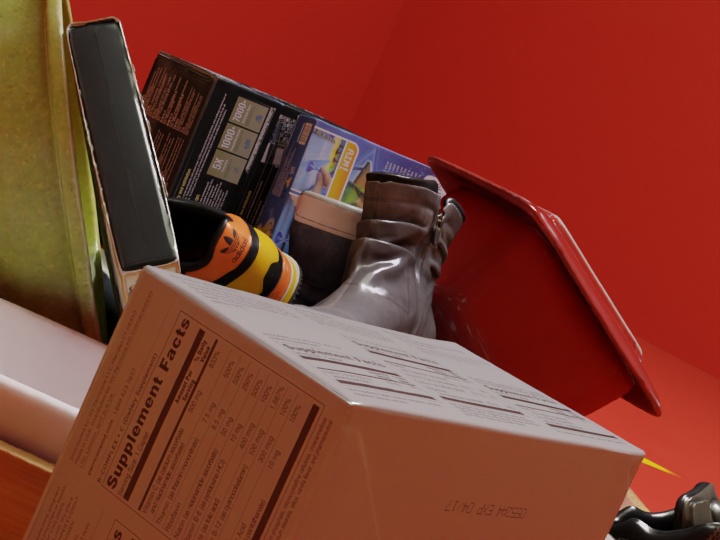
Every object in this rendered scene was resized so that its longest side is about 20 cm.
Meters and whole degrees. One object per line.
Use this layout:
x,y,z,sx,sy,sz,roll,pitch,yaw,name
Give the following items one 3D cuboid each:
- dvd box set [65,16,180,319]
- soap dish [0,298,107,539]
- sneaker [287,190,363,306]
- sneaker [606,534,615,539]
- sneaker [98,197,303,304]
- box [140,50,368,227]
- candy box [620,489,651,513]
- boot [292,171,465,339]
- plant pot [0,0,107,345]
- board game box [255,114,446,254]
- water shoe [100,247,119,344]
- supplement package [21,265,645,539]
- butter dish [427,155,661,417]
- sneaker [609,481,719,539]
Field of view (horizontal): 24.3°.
-0.113,-0.009,0.844,0.029,0.200,0.147,-12,59,-10,dvd box set
-0.170,0.064,0.723,0.200,0.081,0.157,25,6,1,soap dish
-0.030,0.023,1.154,0.077,0.146,0.202,17,3,6,sneaker
0.059,0.161,0.864,0.200,0.078,0.090,19,18,-9,sneaker
-0.133,-0.021,1.033,0.200,0.070,0.090,11,-25,35,sneaker
-0.111,-0.044,1.294,0.164,0.200,0.086,17,8,-43,box
0.066,0.128,0.994,0.200,0.057,0.117,10,24,-28,candy box
0.000,0.000,1.011,0.070,0.132,0.200,10,-3,21,boot
-0.234,-0.047,0.865,0.184,0.201,0.200,-6,11,-7,plant pot
-0.020,-0.001,1.273,0.135,0.200,0.034,21,1,-29,board game box
-0.133,0.060,0.963,0.200,0.072,0.079,36,30,19,water shoe
-0.012,0.104,0.627,0.111,0.156,0.200,30,9,38,supplement package
0.087,0.041,1.182,0.200,0.148,0.200,55,-8,-23,butter dish
0.212,0.194,0.934,0.199,0.114,0.076,27,8,8,sneaker
